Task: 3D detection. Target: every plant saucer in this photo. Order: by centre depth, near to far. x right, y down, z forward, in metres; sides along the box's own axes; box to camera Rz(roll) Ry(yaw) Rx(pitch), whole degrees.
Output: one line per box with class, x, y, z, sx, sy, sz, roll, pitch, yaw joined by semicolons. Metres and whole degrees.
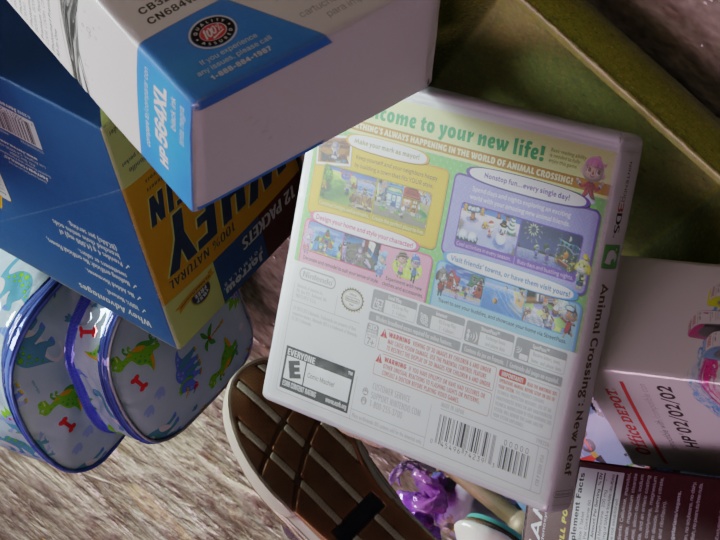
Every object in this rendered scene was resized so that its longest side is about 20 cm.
plant saucer;0.103;-0.067;0.988;0.200;0.048;0.200;42;154;0

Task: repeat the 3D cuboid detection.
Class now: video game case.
video game case;0.040;0.003;0.969;0.200;0.022;0.182;18;102;42

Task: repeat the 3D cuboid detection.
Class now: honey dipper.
honey dipper;0.036;0.103;1.210;0.200;0.038;0.038;37;154;20

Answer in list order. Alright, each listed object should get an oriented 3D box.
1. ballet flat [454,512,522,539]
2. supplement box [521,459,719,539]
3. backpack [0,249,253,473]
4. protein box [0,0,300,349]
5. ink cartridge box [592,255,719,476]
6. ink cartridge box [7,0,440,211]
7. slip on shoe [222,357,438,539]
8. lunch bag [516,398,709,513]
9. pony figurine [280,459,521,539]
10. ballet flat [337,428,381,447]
ballet flat;0.110;0.220;1.195;0.069;0.069;0.200;15;158;43
supplement box;0.191;0.136;0.977;0.109;0.061;0.200;15;172;-44
backpack;-0.184;0.040;1.371;0.147;0.200;0.183;22;147;35
protein box;-0.162;-0.094;1.210;0.199;0.135;0.200;27;150;29
ink cartridge box;0.182;0.052;0.957;0.200;0.068;0.115;6;152;28
ink cartridge box;-0.079;-0.147;0.950;0.200;0.146;0.084;47;155;26
slip on shoe;-0.015;0.143;1.208;0.200;0.076;0.061;46;157;7
lunch bag;0.184;0.105;1.110;0.200;0.094;0.151;-18;115;50
pony figurine;0.068;0.163;1.295;0.193;0.167;0.200;45;137;-11
ballet flat;0.000;0.000;1.103;0.068;0.200;0.067;6;171;-26
